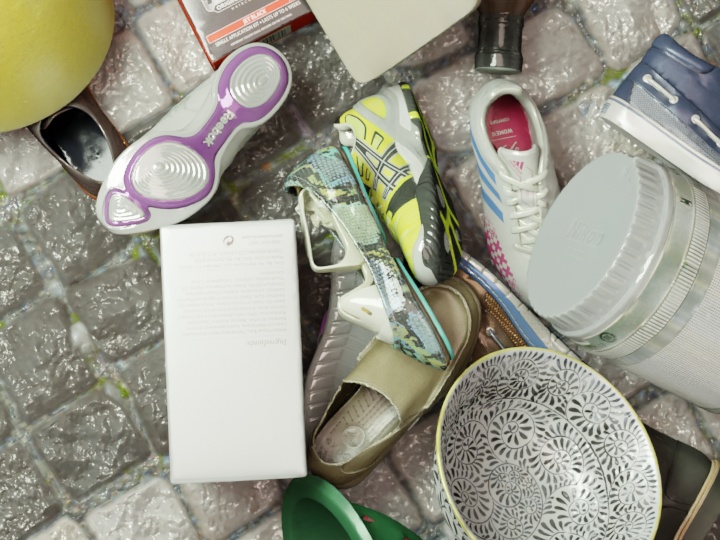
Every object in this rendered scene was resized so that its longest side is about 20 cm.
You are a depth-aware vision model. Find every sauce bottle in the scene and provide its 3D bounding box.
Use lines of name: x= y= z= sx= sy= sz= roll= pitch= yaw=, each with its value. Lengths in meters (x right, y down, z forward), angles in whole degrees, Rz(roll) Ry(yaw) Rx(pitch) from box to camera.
sauce bottle: x=0.121 y=-0.266 z=1.455 sx=0.064 sy=0.065 sz=0.201 roll=5 pitch=89 yaw=-3

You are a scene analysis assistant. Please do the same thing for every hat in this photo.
hat: x=0.055 y=0.234 z=1.429 sx=0.176 sy=0.166 sz=0.200 roll=-19 pitch=84 yaw=-28

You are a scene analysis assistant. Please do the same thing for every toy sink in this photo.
toy sink: x=0.019 y=-0.272 z=1.406 sx=0.130 sy=0.112 sz=0.200 roll=-32 pitch=87 yaw=29

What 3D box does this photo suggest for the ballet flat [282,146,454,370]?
ballet flat: x=0.000 y=0.000 z=1.350 sx=0.074 sy=0.074 sz=0.200 roll=-27 pitch=75 yaw=-3

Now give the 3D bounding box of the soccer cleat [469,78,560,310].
soccer cleat: x=0.133 y=-0.061 z=1.439 sx=0.070 sy=0.086 sz=0.201 roll=-15 pitch=90 yaw=-3

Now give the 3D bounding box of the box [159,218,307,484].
box: x=-0.101 y=0.063 z=1.392 sx=0.106 sy=0.152 sz=0.201 roll=-2 pitch=88 yaw=-4

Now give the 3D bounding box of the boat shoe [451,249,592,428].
boat shoe: x=0.109 y=0.052 z=1.442 sx=0.200 sy=0.072 sz=0.072 roll=43 pitch=88 yaw=-1

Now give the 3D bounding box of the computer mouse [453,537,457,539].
computer mouse: x=0.134 y=0.258 z=1.451 sx=0.140 sy=0.046 sz=0.200 roll=22 pitch=88 yaw=-1

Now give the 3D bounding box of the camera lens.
camera lens: x=0.254 y=0.012 z=1.386 sx=0.200 sy=0.160 sz=0.160 roll=26 pitch=87 yaw=-21

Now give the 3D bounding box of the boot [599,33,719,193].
boot: x=0.306 y=-0.110 z=1.454 sx=0.200 sy=0.073 sz=0.090 roll=35 pitch=93 yaw=-1

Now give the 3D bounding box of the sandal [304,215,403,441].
sandal: x=-0.003 y=0.054 z=1.450 sx=0.082 sy=0.050 sz=0.203 roll=11 pitch=93 yaw=-19

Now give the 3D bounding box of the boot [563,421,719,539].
boot: x=0.204 y=0.215 z=1.449 sx=0.138 sy=0.077 sz=0.200 roll=35 pitch=74 yaw=3

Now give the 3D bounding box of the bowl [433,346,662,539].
bowl: x=0.130 y=0.171 z=1.384 sx=0.200 sy=0.094 sz=0.201 roll=12 pitch=60 yaw=-22

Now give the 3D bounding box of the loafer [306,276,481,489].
loafer: x=0.028 y=0.092 z=1.390 sx=0.076 sy=0.067 sz=0.200 roll=34 pitch=90 yaw=8

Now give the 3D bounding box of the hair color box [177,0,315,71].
hair color box: x=-0.125 y=-0.279 z=1.445 sx=0.101 sy=0.061 sz=0.200 roll=-28 pitch=89 yaw=-2

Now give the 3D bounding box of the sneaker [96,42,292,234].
sneaker: x=-0.135 y=-0.098 z=1.414 sx=0.200 sy=0.100 sz=0.075 roll=-44 pitch=96 yaw=-16

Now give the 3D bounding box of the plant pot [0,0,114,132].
plant pot: x=-0.305 y=-0.229 z=1.361 sx=0.199 sy=0.142 sz=0.201 roll=-2 pitch=65 yaw=3

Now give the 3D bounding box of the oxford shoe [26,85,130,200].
oxford shoe: x=-0.255 y=-0.144 z=1.427 sx=0.071 sy=0.073 sz=0.200 roll=-43 pitch=87 yaw=-2

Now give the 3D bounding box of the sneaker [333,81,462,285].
sneaker: x=0.031 y=-0.063 z=1.415 sx=0.076 sy=0.075 sz=0.200 roll=-20 pitch=49 yaw=9
